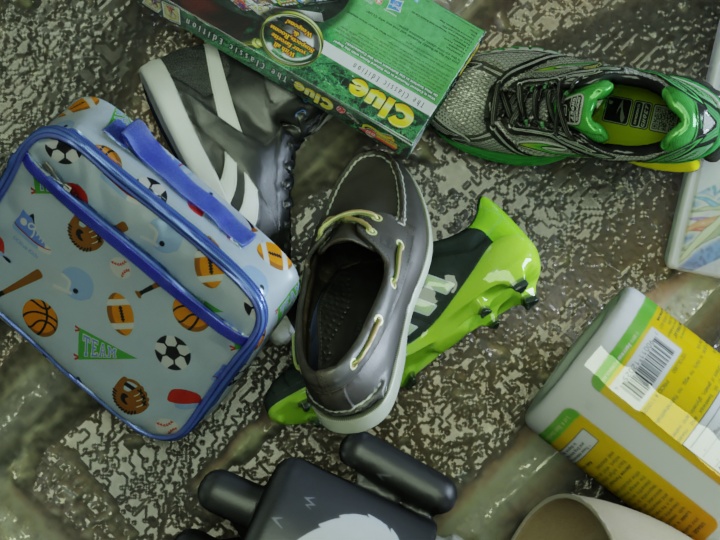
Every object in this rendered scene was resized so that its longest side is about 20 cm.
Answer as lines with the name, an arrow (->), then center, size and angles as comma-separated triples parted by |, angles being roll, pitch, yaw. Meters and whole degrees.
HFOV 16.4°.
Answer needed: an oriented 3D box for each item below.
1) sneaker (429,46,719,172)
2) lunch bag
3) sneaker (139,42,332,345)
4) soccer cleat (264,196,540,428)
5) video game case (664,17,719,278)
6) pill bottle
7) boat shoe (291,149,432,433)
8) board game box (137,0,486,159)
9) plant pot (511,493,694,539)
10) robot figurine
sneaker -> 0.131, -0.107, 1.576 | 0.200, 0.085, 0.078 | 4, 87, 21
lunch bag -> -0.144, -0.005, 1.526 | 0.200, 0.076, 0.160 | 40, 127, 2
sneaker -> -0.051, -0.062, 1.581 | 0.112, 0.073, 0.200 | -25, 85, -7
soccer cleat -> 0.020, 0.029, 1.586 | 0.200, 0.068, 0.081 | -31, 63, -3
video game case -> 0.306, -0.081, 1.602 | 0.182, 0.022, 0.200 | 11, 102, -2
pill bottle -> 0.212, 0.112, 1.559 | 0.200, 0.111, 0.111 | 38, 82, 1
boat shoe -> 0.000, 0.000, 1.536 | 0.072, 0.061, 0.201 | -6, 53, 18
board game box -> -0.031, -0.161, 1.577 | 0.200, 0.023, 0.105 | 31, 59, 4
plant pot -> 0.176, 0.241, 1.511 | 0.134, 0.200, 0.201 | 7, 82, -20
robot figurine -> -0.016, 0.191, 1.525 | 0.200, 0.125, 0.150 | 26, 126, 0
